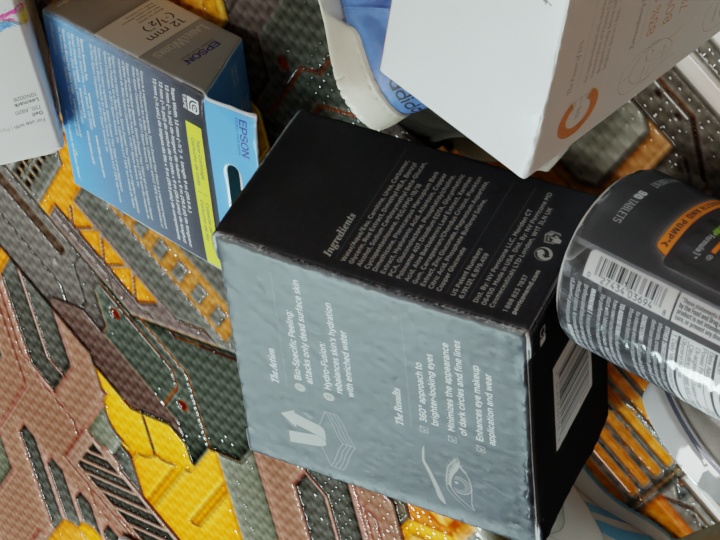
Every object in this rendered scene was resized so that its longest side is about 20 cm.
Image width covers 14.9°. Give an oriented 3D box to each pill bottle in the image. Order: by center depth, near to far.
[{"bbox_3d":[0.210,0.030,1.450,0.200,0.106,0.106,28,140,33],"label":"pill bottle"}]

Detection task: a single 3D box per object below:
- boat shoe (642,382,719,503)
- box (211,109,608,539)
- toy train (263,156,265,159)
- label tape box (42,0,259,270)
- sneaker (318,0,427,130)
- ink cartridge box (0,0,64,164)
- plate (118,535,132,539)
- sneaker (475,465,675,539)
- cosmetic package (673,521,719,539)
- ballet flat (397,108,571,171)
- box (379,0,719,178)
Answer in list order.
[{"bbox_3d":[0.246,0.115,1.533,0.200,0.071,0.070,46,120,17],"label":"boat shoe"},{"bbox_3d":[0.034,0.034,1.606,0.199,0.118,0.197,17,142,20],"label":"box"},{"bbox_3d":[0.000,0.000,1.751,0.200,0.042,0.056,58,158,-7],"label":"toy train"},{"bbox_3d":[-0.111,-0.090,1.776,0.200,0.066,0.144,28,139,35],"label":"label tape box"},{"bbox_3d":[0.021,-0.189,1.520,0.111,0.077,0.201,-25,70,22],"label":"sneaker"},{"bbox_3d":[-0.263,-0.184,1.806,0.145,0.084,0.201,-107,2,-58],"label":"ink cartridge box"},{"bbox_3d":[-0.121,0.331,2.222,0.199,0.032,0.201,25,138,36],"label":"plate"},{"bbox_3d":[0.133,0.176,1.709,0.200,0.081,0.077,42,144,15],"label":"sneaker"},{"bbox_3d":[0.249,0.172,1.470,0.200,0.071,0.105,-26,94,23],"label":"cosmetic package"},{"bbox_3d":[0.084,-0.094,1.538,0.068,0.068,0.200,55,159,-21],"label":"ballet flat"},{"bbox_3d":[0.116,-0.157,1.303,0.097,0.200,0.125,38,144,22],"label":"box"}]
